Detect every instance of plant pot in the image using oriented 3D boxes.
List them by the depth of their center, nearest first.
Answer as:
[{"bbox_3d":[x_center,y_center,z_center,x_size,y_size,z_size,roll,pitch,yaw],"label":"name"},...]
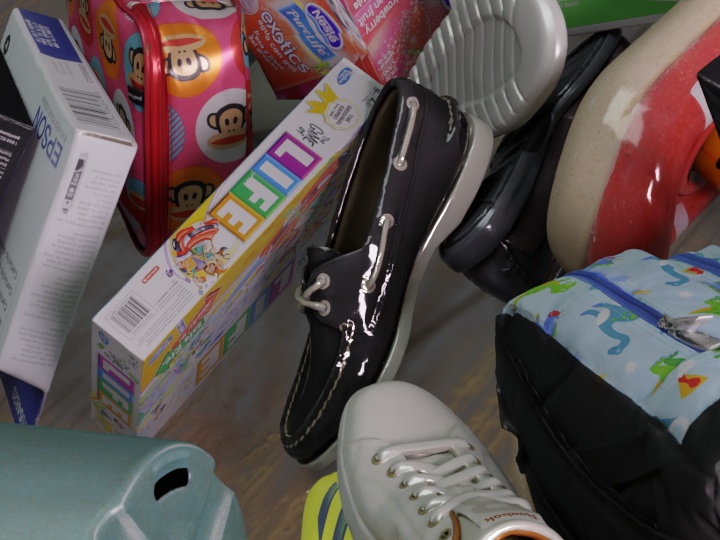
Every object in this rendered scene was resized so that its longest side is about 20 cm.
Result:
[{"bbox_3d":[-0.162,0.146,0.675,0.194,0.201,0.201,-3,42,21],"label":"plant pot"}]

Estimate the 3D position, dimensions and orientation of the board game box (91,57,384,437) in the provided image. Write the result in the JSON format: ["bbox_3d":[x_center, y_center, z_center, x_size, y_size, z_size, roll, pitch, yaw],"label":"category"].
[{"bbox_3d":[-0.065,-0.006,0.842,0.034,0.135,0.200,37,64,9],"label":"board game box"}]

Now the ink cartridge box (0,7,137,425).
[{"bbox_3d":[-0.201,-0.028,0.927,0.200,0.040,0.201,51,124,55],"label":"ink cartridge box"}]

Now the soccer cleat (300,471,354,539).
[{"bbox_3d":[-0.008,0.157,0.645,0.083,0.065,0.201,-14,38,-5],"label":"soccer cleat"}]

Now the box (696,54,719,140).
[{"bbox_3d":[0.200,0.020,0.564,0.036,0.201,0.143,-37,35,-8],"label":"box"}]

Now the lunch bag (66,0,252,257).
[{"bbox_3d":[-0.123,-0.102,0.960,0.081,0.177,0.200,-10,33,-19],"label":"lunch bag"}]

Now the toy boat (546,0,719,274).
[{"bbox_3d":[0.184,-0.054,0.758,0.131,0.131,0.200,40,70,22],"label":"toy boat"}]

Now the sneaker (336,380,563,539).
[{"bbox_3d":[0.047,0.100,0.605,0.072,0.085,0.201,-7,43,-21],"label":"sneaker"}]

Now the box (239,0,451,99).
[{"bbox_3d":[0.016,-0.202,0.988,0.099,0.096,0.200,6,47,40],"label":"box"}]

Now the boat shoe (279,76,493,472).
[{"bbox_3d":[0.000,0.000,0.790,0.201,0.060,0.074,-64,24,-6],"label":"boat shoe"}]

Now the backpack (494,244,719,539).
[{"bbox_3d":[0.127,0.072,0.605,0.153,0.164,0.200,-33,28,-21],"label":"backpack"}]

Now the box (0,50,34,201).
[{"bbox_3d":[-0.267,-0.072,0.930,0.142,0.078,0.200,-59,30,14],"label":"box"}]

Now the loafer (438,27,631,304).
[{"bbox_3d":[0.108,-0.054,0.855,0.072,0.063,0.200,-35,15,50],"label":"loafer"}]

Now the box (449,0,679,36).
[{"bbox_3d":[0.168,-0.210,0.916,0.199,0.097,0.176,-4,23,30],"label":"box"}]

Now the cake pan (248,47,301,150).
[{"bbox_3d":[-0.026,-0.140,1.055,0.199,0.037,0.201,-18,37,14],"label":"cake pan"}]

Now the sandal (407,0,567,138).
[{"bbox_3d":[0.071,-0.106,0.864,0.049,0.083,0.202,-5,-9,-21],"label":"sandal"}]
